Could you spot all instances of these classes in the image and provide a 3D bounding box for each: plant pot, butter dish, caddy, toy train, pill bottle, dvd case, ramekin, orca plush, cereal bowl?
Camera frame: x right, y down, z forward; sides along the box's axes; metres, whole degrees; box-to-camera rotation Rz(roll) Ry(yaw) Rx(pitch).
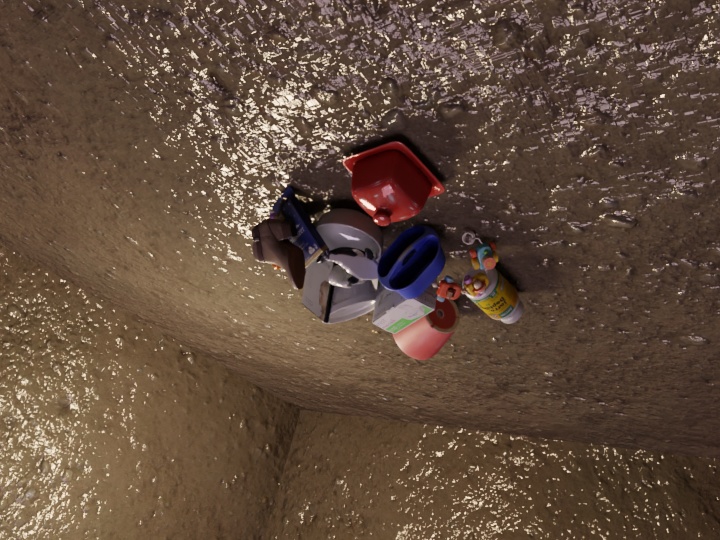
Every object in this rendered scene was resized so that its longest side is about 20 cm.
[{"bbox_3d":[0.224,0.171,1.966,0.196,0.205,0.177,23,147,-15],"label":"plant pot"},{"bbox_3d":[0.064,-0.174,1.382,0.196,0.152,0.199,-7,147,43],"label":"butter dish"},{"bbox_3d":[0.134,-0.025,1.595,0.141,0.201,0.105,41,177,37],"label":"caddy"},{"bbox_3d":[0.286,0.008,1.577,0.146,0.204,0.056,17,-160,-21],"label":"toy train"},{"bbox_3d":[0.389,0.072,1.725,0.111,0.116,0.199,-7,146,42],"label":"pill bottle"},{"bbox_3d":[-0.123,0.033,1.791,0.017,0.206,0.142,-3,-158,-36],"label":"dvd case"},{"bbox_3d":[-0.041,0.081,1.862,0.194,0.108,0.201,-17,164,-5],"label":"ramekin"},{"bbox_3d":[-0.034,-0.025,1.643,0.194,0.108,0.071,2,-156,-28],"label":"orca plush"},{"bbox_3d":[-0.027,-0.110,1.653,0.194,0.086,0.201,14,156,6],"label":"cereal bowl"}]

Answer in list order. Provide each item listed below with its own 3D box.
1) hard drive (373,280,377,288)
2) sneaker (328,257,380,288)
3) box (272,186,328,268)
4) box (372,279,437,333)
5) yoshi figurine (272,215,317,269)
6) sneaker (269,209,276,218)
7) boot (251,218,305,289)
[{"bbox_3d":[0.076,0.007,1.900,0.130,0.026,0.198,31,152,-28],"label":"hard drive"},{"bbox_3d":[0.000,0.000,1.741,0.079,0.198,0.072,23,133,37],"label":"sneaker"},{"bbox_3d":[-0.177,-0.114,1.642,0.121,0.032,0.203,-37,83,48],"label":"box"},{"bbox_3d":[0.129,0.058,1.744,0.095,0.181,0.199,25,142,-23],"label":"box"},{"bbox_3d":[-0.188,-0.093,1.746,0.111,0.113,0.200,41,127,-5],"label":"yoshi figurine"},{"bbox_3d":[-0.247,-0.107,1.798,0.078,0.091,0.201,19,154,-3],"label":"sneaker"},{"bbox_3d":[-0.230,-0.042,1.640,0.143,0.207,0.070,-9,176,31],"label":"boot"}]
